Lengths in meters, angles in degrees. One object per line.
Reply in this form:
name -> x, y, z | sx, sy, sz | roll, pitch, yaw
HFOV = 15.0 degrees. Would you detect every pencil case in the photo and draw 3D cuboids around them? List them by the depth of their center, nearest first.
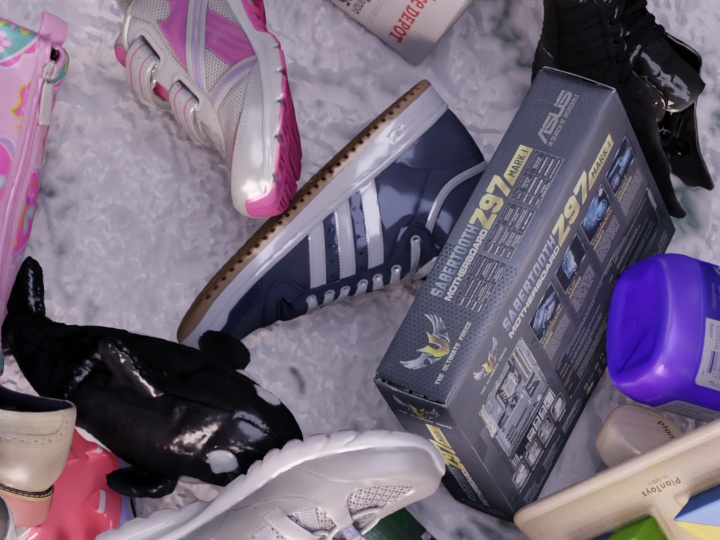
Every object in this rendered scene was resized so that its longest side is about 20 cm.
pencil case -> -0.210, -0.042, 1.457 | 0.087, 0.087, 0.201 | 13, 75, -8

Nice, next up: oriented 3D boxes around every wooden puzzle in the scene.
wooden puzzle -> 0.195, 0.181, 1.427 | 0.200, 0.185, 0.046 | 56, 34, -9

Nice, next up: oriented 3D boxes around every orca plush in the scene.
orca plush -> -0.117, 0.044, 1.416 | 0.105, 0.071, 0.200 | -39, 54, -17

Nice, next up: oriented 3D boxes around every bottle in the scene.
bottle -> 0.230, 0.051, 1.510 | 0.199, 0.065, 0.084 | 15, 68, -29

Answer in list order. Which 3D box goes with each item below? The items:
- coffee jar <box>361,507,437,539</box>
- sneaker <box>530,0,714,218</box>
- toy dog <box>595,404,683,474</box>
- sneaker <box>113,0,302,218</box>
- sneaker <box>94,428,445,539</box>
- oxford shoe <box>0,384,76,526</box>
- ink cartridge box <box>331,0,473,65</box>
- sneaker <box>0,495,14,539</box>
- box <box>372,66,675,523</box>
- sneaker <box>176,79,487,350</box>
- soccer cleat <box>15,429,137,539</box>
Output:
coffee jar -> 0.046, 0.206, 1.440 | 0.200, 0.104, 0.085 | 45, 81, 1
sneaker -> 0.149, -0.123, 1.512 | 0.104, 0.200, 0.060 | 26, 53, 24
toy dog -> 0.202, 0.147, 1.493 | 0.200, 0.132, 0.096 | 48, 36, -3
sneaker -> -0.086, -0.108, 1.494 | 0.088, 0.082, 0.201 | -15, 56, -3
sneaker -> -0.044, 0.145, 1.361 | 0.199, 0.075, 0.082 | -26, 64, 9
oxford shoe -> -0.238, 0.056, 1.386 | 0.199, 0.070, 0.075 | 24, 104, -6
ink cartridge box -> -0.007, -0.221, 1.508 | 0.200, 0.147, 0.083 | 37, 71, -1
sneaker -> -0.258, 0.090, 1.304 | 0.199, 0.082, 0.077 | 25, 66, -4
box -> 0.092, 0.016, 1.468 | 0.051, 0.158, 0.201 | 19, 71, 27
sneaker -> 0.000, 0.000, 1.498 | 0.200, 0.070, 0.109 | -44, 97, -11
soccer cleat -> -0.134, 0.176, 1.440 | 0.066, 0.076, 0.201 | -20, 63, 25
